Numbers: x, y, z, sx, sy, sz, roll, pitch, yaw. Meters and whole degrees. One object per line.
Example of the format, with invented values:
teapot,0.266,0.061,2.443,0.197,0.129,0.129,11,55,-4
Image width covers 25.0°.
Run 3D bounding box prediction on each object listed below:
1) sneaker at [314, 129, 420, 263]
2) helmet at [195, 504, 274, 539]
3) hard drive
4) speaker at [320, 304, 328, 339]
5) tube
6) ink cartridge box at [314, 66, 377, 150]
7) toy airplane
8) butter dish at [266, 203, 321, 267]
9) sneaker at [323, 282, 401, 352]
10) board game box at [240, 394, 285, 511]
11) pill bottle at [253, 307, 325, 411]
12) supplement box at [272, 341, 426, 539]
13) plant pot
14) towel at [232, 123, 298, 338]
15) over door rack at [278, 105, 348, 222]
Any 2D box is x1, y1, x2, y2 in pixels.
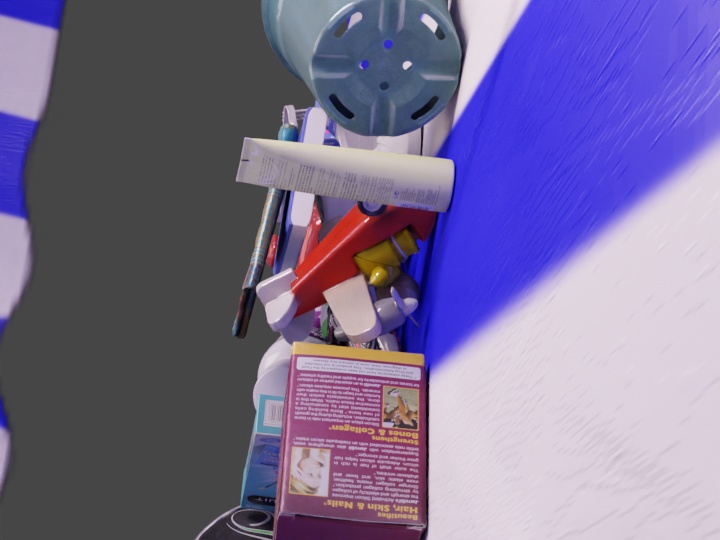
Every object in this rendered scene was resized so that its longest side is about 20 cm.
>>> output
sneaker,0.006,-0.110,1.829,0.074,0.116,0.200,103,174,-63
helmet,-0.090,0.366,1.781,0.200,0.191,0.200,-41,-31,-32
hard drive,-0.067,-0.080,1.776,0.200,0.025,0.132,114,165,-72
speaker,0.000,0.000,1.890,0.088,0.088,0.200,104,172,-53
tube,-0.014,-0.092,1.520,0.052,0.200,0.058,-102,19,-69
ink cartridge box,-0.011,-0.194,2.046,0.200,0.042,0.119,38,-125,-61
toy airplane,-0.006,0.007,1.635,0.199,0.141,0.200,-19,40,52
butter dish,-0.054,-0.017,2.189,0.200,0.148,0.200,-122,39,-82
sneaker,-0.001,0.079,1.752,0.081,0.075,0.200,108,155,-62
board game box,-0.042,0.200,1.698,0.200,0.151,0.047,105,171,-59
pill bottle,-0.055,0.117,1.912,0.200,0.112,0.112,-49,-30,-67
supplement box,-0.009,0.175,1.489,0.103,0.131,0.200,101,175,-46
plant pot,0.010,-0.235,1.629,0.196,0.200,0.200,-108,25,-61
towel,-0.104,-0.042,1.744,0.147,0.022,0.200,109,175,-64
over door rack,-0.025,-0.124,1.954,0.200,0.148,0.067,102,156,-52
